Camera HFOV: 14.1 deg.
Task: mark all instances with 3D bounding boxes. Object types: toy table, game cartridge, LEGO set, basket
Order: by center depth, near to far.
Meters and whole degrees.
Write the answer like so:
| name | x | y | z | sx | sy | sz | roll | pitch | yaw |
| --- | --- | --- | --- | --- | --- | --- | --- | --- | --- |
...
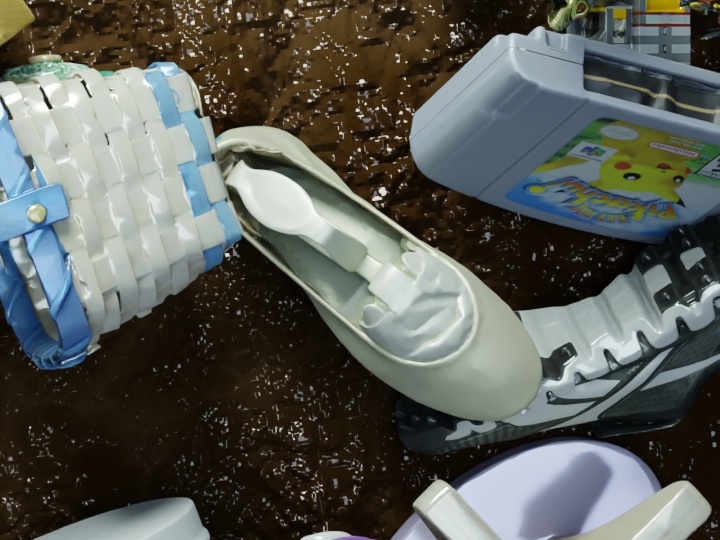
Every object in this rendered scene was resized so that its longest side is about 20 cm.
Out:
| name | x | y | z | sx | sy | sz | roll | pitch | yaw |
| --- | --- | --- | --- | --- | --- | --- | --- | --- | --- |
| basket | -0.167 | -0.018 | 1.337 | 0.200 | 0.176 | 0.139 | -26 | 95 | -17 |
| LEGO set | 0.112 | -0.136 | 1.382 | 0.154 | 0.200 | 0.116 | -3 | 95 | -31 |
| game cartridge | 0.133 | -0.057 | 1.405 | 0.200 | 0.133 | 0.041 | 13 | 68 | -19 |
| toy table | 0.082 | 0.170 | 1.418 | 0.184 | 0.117 | 0.200 | 35 | 85 | -11 |

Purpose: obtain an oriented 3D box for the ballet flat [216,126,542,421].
| name | x | y | z | sx | sy | sz | roll | pitch | yaw |
| --- | --- | --- | --- | --- | --- | --- | --- | --- | --- |
| ballet flat | 0.000 | 0.000 | 1.385 | 0.200 | 0.069 | 0.069 | 37 | 85 | 14 |

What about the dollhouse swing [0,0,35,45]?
| name | x | y | z | sx | sy | sz | roll | pitch | yaw |
| --- | --- | --- | --- | --- | --- | --- | --- | --- | --- |
| dollhouse swing | -0.279 | -0.123 | 1.298 | 0.200 | 0.182 | 0.176 | -37 | 100 | -6 |

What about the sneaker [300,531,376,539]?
| name | x | y | z | sx | sy | sz | roll | pitch | yaw |
| --- | --- | --- | --- | --- | --- | --- | --- | --- | --- |
| sneaker | -0.040 | 0.169 | 1.281 | 0.200 | 0.083 | 0.081 | -36 | 105 | -39 |

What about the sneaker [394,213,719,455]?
| name | x | y | z | sx | sy | sz | roll | pitch | yaw |
| --- | --- | --- | --- | --- | --- | --- | --- | --- | --- |
| sneaker | 0.117 | 0.053 | 1.441 | 0.200 | 0.066 | 0.091 | -27 | 127 | 7 |

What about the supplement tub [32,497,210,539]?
| name | x | y | z | sx | sy | sz | roll | pitch | yaw |
| --- | --- | --- | --- | --- | --- | --- | --- | --- | --- |
| supplement tub | -0.102 | 0.222 | 1.370 | 0.145 | 0.145 | 0.200 | -20 | 97 | -9 |
